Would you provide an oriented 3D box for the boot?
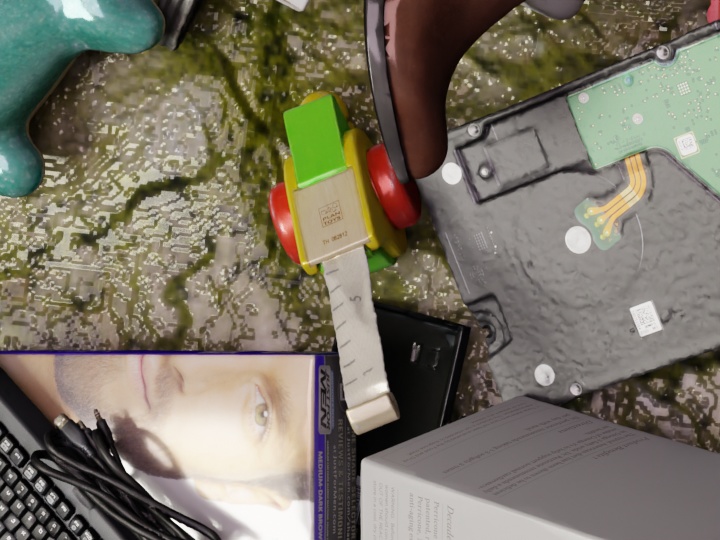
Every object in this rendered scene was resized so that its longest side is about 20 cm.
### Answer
[{"bbox_3d":[0.101,-0.130,1.238,0.199,0.068,0.190,2,83,1],"label":"boot"}]

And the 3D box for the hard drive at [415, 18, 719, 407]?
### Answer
[{"bbox_3d":[0.132,-0.027,1.300,0.199,0.038,0.140,-22,91,31],"label":"hard drive"}]

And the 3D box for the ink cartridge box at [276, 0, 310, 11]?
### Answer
[{"bbox_3d":[0.009,-0.222,1.322,0.037,0.095,0.201,29,107,-10],"label":"ink cartridge box"}]

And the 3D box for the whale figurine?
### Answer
[{"bbox_3d":[-0.196,-0.108,1.368,0.199,0.104,0.160,-19,94,21],"label":"whale figurine"}]

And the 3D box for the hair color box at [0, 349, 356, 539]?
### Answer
[{"bbox_3d":[-0.103,0.093,1.362,0.199,0.065,0.110,-1,88,19],"label":"hair color box"}]

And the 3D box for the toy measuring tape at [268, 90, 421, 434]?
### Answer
[{"bbox_3d":[0.000,0.000,1.331,0.073,0.074,0.201,-20,54,12],"label":"toy measuring tape"}]

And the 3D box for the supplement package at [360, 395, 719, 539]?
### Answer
[{"bbox_3d":[0.110,0.144,1.243,0.199,0.117,0.118,15,113,41],"label":"supplement package"}]

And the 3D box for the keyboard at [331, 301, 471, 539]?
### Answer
[{"bbox_3d":[0.017,0.121,1.367,0.104,0.040,0.201,15,93,37],"label":"keyboard"}]

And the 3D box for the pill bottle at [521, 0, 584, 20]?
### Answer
[{"bbox_3d":[0.095,-0.227,1.313,0.112,0.112,0.201,29,95,12],"label":"pill bottle"}]

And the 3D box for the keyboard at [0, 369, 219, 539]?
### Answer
[{"bbox_3d":[-0.142,0.119,1.313,0.200,0.040,0.104,46,107,15],"label":"keyboard"}]

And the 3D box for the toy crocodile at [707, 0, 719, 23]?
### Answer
[{"bbox_3d":[0.186,-0.149,1.311,0.061,0.067,0.201,5,92,14],"label":"toy crocodile"}]

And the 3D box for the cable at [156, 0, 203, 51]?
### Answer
[{"bbox_3d":[-0.050,-0.184,1.339,0.050,0.097,0.201,19,112,-6],"label":"cable"}]
